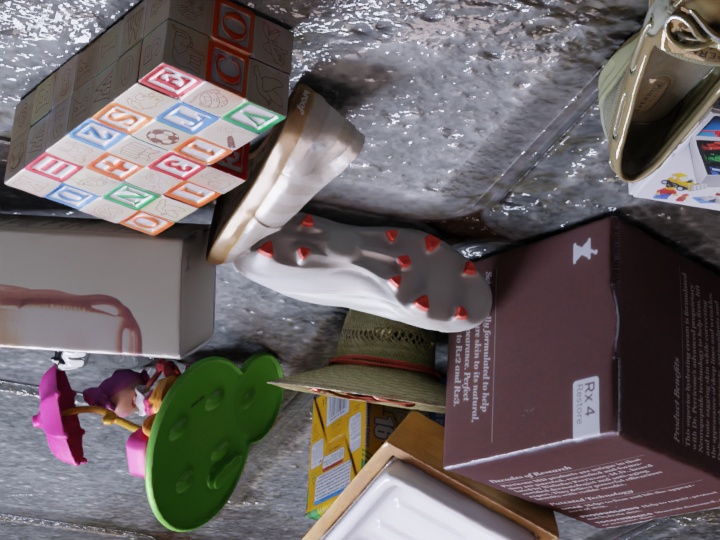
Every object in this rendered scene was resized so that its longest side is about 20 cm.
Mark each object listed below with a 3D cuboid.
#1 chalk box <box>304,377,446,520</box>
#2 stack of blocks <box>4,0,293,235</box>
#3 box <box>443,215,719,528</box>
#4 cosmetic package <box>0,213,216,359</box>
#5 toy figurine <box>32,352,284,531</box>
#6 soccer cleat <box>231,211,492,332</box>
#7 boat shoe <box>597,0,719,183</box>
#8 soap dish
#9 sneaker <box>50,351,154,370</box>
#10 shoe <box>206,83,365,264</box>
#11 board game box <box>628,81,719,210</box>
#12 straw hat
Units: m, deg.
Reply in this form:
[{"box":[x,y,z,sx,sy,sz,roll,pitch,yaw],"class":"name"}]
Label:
[{"box":[0.064,0.176,1.515,0.198,0.125,0.125,14,154,-22],"class":"chalk box"},{"box":[-0.122,-0.094,1.012,0.114,0.059,0.199,20,151,-32],"class":"stack of blocks"},{"box":[0.188,0.085,1.239,0.199,0.168,0.163,25,149,-39],"class":"box"},{"box":[-0.209,0.009,1.167,0.198,0.088,0.103,3,-174,11],"class":"cosmetic package"},{"box":[-0.195,0.120,1.449,0.183,0.200,0.152,12,122,29],"class":"toy figurine"},{"box":[0.000,0.000,1.209,0.198,0.070,0.078,16,159,-10],"class":"soccer cleat"},{"box":[0.183,-0.118,0.910,0.072,0.064,0.201,9,156,-12],"class":"boat shoe"},{"box":[0.054,0.209,1.338,0.156,0.082,0.200,29,139,-7],"class":"soap dish"},{"box":[-0.192,0.036,1.315,0.089,0.067,0.200,7,159,-16],"class":"sneaker"},{"box":[-0.056,-0.052,1.084,0.053,0.071,0.200,19,150,-15],"class":"shoe"},{"box":[0.285,-0.071,1.037,0.198,0.035,0.126,9,156,-12],"class":"board game box"},{"box":[0.021,0.064,1.318,0.199,0.086,0.201,9,174,1],"class":"straw hat"}]
